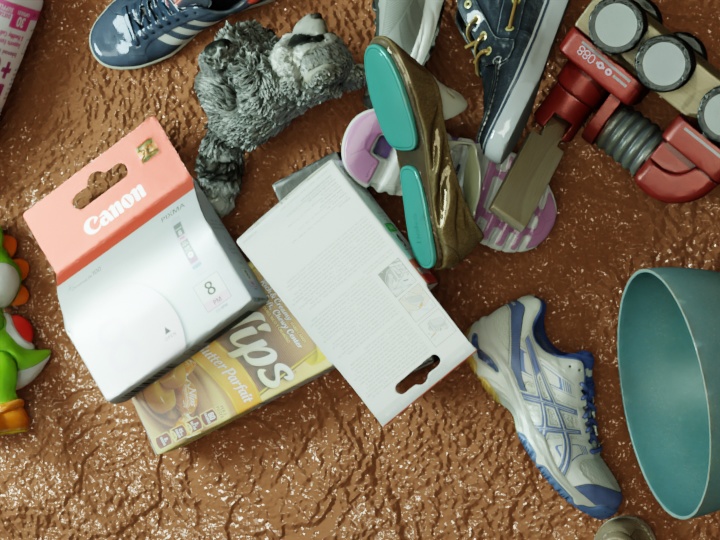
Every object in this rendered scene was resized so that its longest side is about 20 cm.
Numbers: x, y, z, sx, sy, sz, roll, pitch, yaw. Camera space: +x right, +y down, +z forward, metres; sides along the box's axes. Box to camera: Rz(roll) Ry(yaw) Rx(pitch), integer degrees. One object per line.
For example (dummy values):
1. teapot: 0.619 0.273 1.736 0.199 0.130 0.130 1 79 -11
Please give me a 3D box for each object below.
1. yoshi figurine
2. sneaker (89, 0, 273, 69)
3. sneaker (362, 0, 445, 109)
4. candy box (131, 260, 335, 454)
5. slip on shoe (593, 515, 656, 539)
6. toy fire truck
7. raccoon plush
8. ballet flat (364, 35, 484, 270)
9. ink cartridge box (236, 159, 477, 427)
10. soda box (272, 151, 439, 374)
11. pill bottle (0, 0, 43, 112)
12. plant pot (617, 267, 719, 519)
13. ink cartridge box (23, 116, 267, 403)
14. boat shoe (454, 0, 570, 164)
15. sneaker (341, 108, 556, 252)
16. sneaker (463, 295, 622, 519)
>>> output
1. yoshi figurine: -0.359 0.052 1.639 0.112 0.112 0.201 -7 88 20
2. sneaker: -0.160 -0.239 1.588 0.199 0.084 0.075 -26 86 13
3. sneaker: 0.035 -0.226 1.522 0.079 0.074 0.201 18 122 -5
4. candy box: -0.113 0.068 1.604 0.199 0.055 0.116 -28 84 14
5. slip on shoe: 0.243 0.308 1.526 0.076 0.061 0.201 -13 89 14
6. toy fire truck: 0.212 -0.106 1.492 0.176 0.129 0.200 40 109 8
7. raccoon plush: -0.063 -0.128 1.562 0.133 0.097 0.201 23 126 29
8. ballet flat: 0.060 -0.101 1.468 0.072 0.068 0.201 -22 105 -24
9. ink cartridge box: 0.001 0.018 1.514 0.109 0.050 0.200 -39 84 11
10. soda box: 0.000 0.000 1.571 0.070 0.063 0.201 -26 87 13
11. pill bottle: -0.372 -0.175 1.627 0.113 0.113 0.201 25 98 11
12. plant pot: 0.303 0.090 1.452 0.134 0.200 0.202 -8 90 -11
13. ink cartridge box: -0.199 -0.011 1.579 0.162 0.057 0.201 -35 82 12
14. boat shoe: 0.113 -0.186 1.505 0.090 0.071 0.201 19 67 6
15. sneaker: 0.074 -0.083 1.546 0.199 0.088 0.081 25 96 -11
16. sneaker: 0.171 0.113 1.529 0.088 0.075 0.201 -36 85 12
